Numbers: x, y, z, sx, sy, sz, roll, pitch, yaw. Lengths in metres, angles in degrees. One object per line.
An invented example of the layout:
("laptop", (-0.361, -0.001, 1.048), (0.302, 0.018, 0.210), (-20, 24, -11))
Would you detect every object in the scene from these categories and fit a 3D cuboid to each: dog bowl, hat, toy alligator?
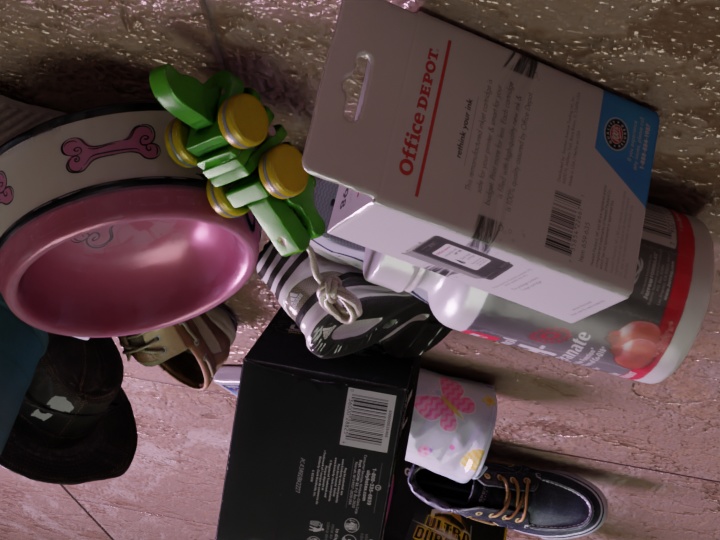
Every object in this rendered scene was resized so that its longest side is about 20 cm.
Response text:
("dog bowl", (-0.153, -0.024, 1.021), (0.199, 0.074, 0.200), (-12, 154, -6))
("hat", (-0.246, 0.075, 1.264), (0.200, 0.201, 0.081), (24, 121, -26))
("toy alligator", (-0.053, -0.056, 0.948), (0.059, 0.054, 0.200), (-16, 123, 41))

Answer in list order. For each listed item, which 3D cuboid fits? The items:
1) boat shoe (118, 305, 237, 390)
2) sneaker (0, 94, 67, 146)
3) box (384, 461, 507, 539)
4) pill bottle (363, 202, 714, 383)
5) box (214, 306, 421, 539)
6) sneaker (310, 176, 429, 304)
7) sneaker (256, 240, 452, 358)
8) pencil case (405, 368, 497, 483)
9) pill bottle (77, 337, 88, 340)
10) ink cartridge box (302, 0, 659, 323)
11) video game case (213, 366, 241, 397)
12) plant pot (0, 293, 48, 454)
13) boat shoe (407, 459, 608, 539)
("boat shoe", (-0.166, 0.043, 1.298), (0.075, 0.074, 0.200), (-1, 155, 30))
("sneaker", (-0.268, -0.084, 1.038), (0.199, 0.074, 0.082), (23, 152, -25))
("box", (0.075, 0.307, 1.710), (0.049, 0.160, 0.200), (-9, 149, 44))
("pill bottle", (0.108, -0.006, 0.974), (0.199, 0.111, 0.111), (16, 158, -9))
("box", (-0.025, 0.120, 1.205), (0.124, 0.149, 0.200), (11, -168, 4))
("sneaker", (0.032, -0.021, 1.058), (0.200, 0.073, 0.071), (28, 174, -27))
("sneaker", (0.000, 0.000, 1.131), (0.076, 0.115, 0.200), (-51, 154, 21))
("pencil case", (0.021, 0.123, 1.375), (0.199, 0.091, 0.083), (13, 159, -3))
("pill bottle", (-0.283, -0.020, 1.151), (0.199, 0.114, 0.114), (17, 158, -10))
("ink cartridge box", (0.057, -0.061, 0.860), (0.199, 0.116, 0.067), (20, 159, -18))
("video game case", (-0.033, 0.139, 1.543), (0.143, 0.018, 0.200), (-1, 155, 32))
("plant pot", (-0.341, 0.108, 1.090), (0.199, 0.189, 0.200), (10, 156, 5))
("boat shoe", (0.145, 0.229, 1.567), (0.199, 0.071, 0.091), (9, 178, 14))
